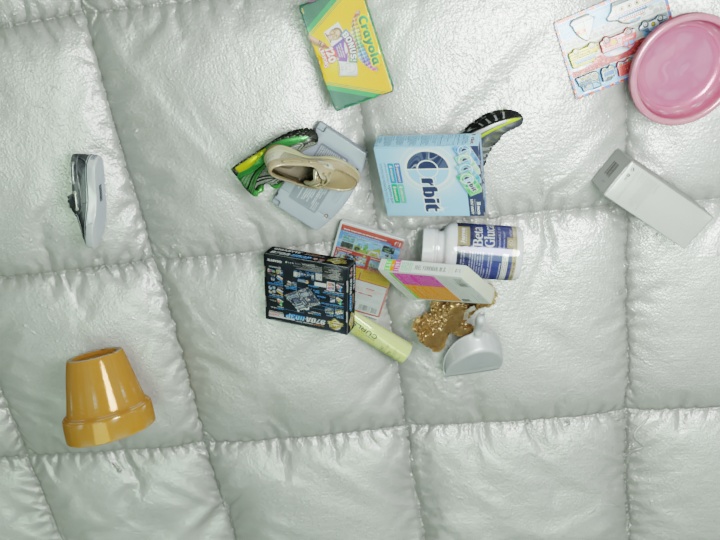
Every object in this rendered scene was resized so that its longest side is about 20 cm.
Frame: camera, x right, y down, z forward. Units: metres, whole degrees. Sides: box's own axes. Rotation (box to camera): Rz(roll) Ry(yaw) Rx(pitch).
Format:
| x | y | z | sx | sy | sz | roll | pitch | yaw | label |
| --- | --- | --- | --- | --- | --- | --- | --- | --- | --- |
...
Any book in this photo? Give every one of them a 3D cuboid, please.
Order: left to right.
| x | y | z | sx | sy | sz | roll | pitch | yaw | label |
| --- | --- | --- | --- | --- | --- | --- | --- | --- | --- |
| 0.150 | 0.021 | 1.371 | 0.199 | 0.048 | 0.133 | 6 | 161 | 40 | book |

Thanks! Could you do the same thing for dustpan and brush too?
| x | y | z | sx | sy | sz | roll | pitch | yaw | label |
| --- | --- | --- | --- | --- | --- | --- | --- | --- | --- |
| 0.253 | 0.158 | 1.481 | 0.139 | 0.057 | 0.200 | -7 | 149 | -6 | dustpan and brush |

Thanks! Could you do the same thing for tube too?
| x | y | z | sx | sy | sz | roll | pitch | yaw | label |
| --- | --- | --- | --- | --- | --- | --- | --- | --- | --- |
| 0.020 | 0.138 | 1.522 | 0.200 | 0.052 | 0.058 | 32 | 99 | -8 | tube |

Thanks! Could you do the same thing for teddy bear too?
| x | y | z | sx | sy | sz | roll | pitch | yaw | label |
| --- | --- | --- | --- | --- | --- | --- | --- | --- | --- |
| 0.203 | 0.084 | 1.481 | 0.144 | 0.067 | 0.200 | 20 | 114 | -24 | teddy bear |

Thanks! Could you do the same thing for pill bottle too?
| x | y | z | sx | sy | sz | roll | pitch | yaw | label |
| --- | --- | --- | --- | --- | --- | --- | --- | --- | --- |
| 0.224 | -0.040 | 1.394 | 0.199 | 0.111 | 0.112 | 4 | 114 | 3 | pill bottle |

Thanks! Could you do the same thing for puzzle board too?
| x | y | z | sx | sy | sz | roll | pitch | yaw | label |
| --- | --- | --- | --- | --- | --- | --- | --- | --- | --- |
| 0.475 | -0.424 | 1.261 | 0.199 | 0.017 | 0.151 | -20 | 110 | 12 | puzzle board |

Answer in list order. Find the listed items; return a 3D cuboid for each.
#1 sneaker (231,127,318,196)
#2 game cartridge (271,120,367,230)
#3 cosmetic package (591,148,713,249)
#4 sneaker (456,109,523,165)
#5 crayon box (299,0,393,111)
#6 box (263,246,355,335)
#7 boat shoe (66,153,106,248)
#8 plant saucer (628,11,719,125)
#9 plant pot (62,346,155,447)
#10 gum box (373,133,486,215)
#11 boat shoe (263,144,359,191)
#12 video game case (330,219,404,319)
| x | y | z | sx | sy | sz | roll | pitch | yaw | label |
| --- | --- | --- | --- | --- | --- | --- | --- | --- | --- |
| -0.159 | -0.218 | 1.362 | 0.199 | 0.078 | 0.085 | -27 | 103 | 29 | sneaker |
| -0.078 | -0.187 | 1.398 | 0.133 | 0.041 | 0.200 | 34 | 112 | -6 | game cartridge |
| 0.564 | -0.141 | 1.327 | 0.200 | 0.108 | 0.085 | 33 | 112 | -8 | cosmetic package |
| 0.231 | -0.243 | 1.336 | 0.199 | 0.074 | 0.081 | -29 | 115 | 23 | sneaker |
| -0.023 | -0.417 | 1.281 | 0.118 | 0.058 | 0.201 | -16 | 111 | 11 | crayon box |
| -0.110 | 0.042 | 1.465 | 0.199 | 0.046 | 0.160 | 9 | 115 | 18 | box |
| -0.580 | -0.146 | 1.436 | 0.067 | 0.072 | 0.201 | 6 | 111 | 0 | boat shoe |
| 0.585 | -0.368 | 1.245 | 0.199 | 0.051 | 0.201 | -1 | 121 | -2 | plant saucer |
| -0.591 | 0.280 | 1.568 | 0.199 | 0.200 | 0.184 | -10 | 96 | 9 | plant pot |
| 0.138 | -0.183 | 1.326 | 0.199 | 0.045 | 0.170 | 2 | 135 | 18 | gum box |
| -0.089 | -0.184 | 1.315 | 0.199 | 0.065 | 0.072 | 13 | 129 | -28 | boat shoe |
| 0.000 | 0.000 | 1.481 | 0.142 | 0.017 | 0.201 | 16 | 114 | -2 | video game case |
